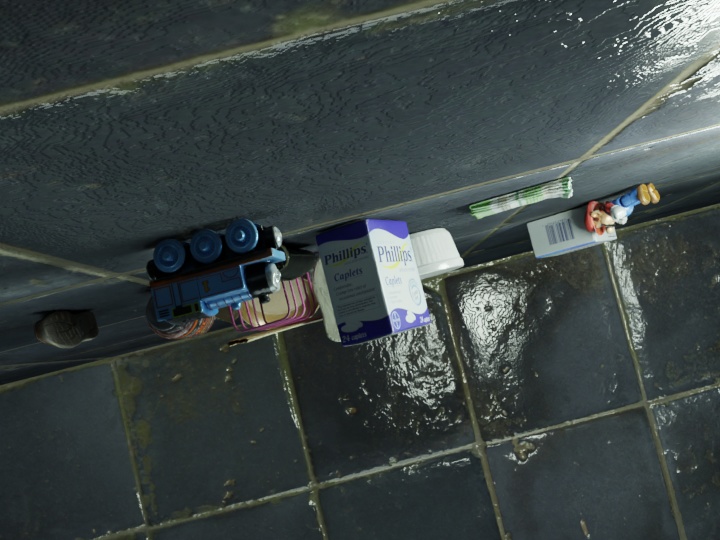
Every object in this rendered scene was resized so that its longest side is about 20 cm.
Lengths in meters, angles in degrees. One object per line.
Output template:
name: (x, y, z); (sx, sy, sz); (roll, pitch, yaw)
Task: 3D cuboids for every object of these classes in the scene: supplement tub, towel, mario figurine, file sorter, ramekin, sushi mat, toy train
supplement tub: (-0.370, 0.086, 1.616); (0.105, 0.109, 0.200); (-14, 176, 5)
towel: (0.316, -0.134, 1.548); (0.197, 0.031, 0.149); (-15, 174, 14)
mario figurine: (0.655, -0.139, 1.996); (0.122, 0.107, 0.199); (28, 145, -25)
file sorter: (-0.187, 0.054, 1.669); (0.137, 0.127, 0.200); (-15, 175, 13)
ramekin: (0.128, -0.030, 1.812); (0.199, 0.096, 0.202); (-15, 175, -1)
sushi mat: (-0.182, 0.130, 1.716); (0.198, 0.012, 0.095); (-15, 179, -36)
toy train: (-0.196, 0.002, 1.090); (0.197, 0.116, 0.087); (-14, 176, 7)

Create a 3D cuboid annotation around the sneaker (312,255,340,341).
sneaker: (-0.056, 0.040, 1.712); (0.075, 0.203, 0.111); (-9, -160, 6)

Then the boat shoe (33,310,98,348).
boat shoe: (-0.596, 0.122, 1.580); (0.071, 0.077, 0.200); (-12, 174, 7)

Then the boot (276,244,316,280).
boot: (-0.182, -0.004, 1.442); (0.179, 0.074, 0.200); (-13, -178, 7)

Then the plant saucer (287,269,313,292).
plant saucer: (-0.147, 0.029, 1.961); (0.197, 0.051, 0.200); (-14, 176, -1)

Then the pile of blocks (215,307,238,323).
pile of blocks: (-0.363, 0.080, 1.851); (0.197, 0.083, 0.062); (-6, -163, 20)

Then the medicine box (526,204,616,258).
medicine box: (0.590, -0.110, 2.208); (0.180, 0.105, 0.199); (-17, 174, 34)

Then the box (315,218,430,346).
box: (0.027, 0.018, 1.414); (0.104, 0.203, 0.183); (-17, 175, 25)

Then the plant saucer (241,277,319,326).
plant saucer: (-0.194, 0.066, 1.884); (0.197, 0.036, 0.202); (-8, 140, -7)

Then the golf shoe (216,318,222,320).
golf shoe: (-0.343, 0.076, 1.942); (0.199, 0.079, 0.097); (-20, -162, 48)
